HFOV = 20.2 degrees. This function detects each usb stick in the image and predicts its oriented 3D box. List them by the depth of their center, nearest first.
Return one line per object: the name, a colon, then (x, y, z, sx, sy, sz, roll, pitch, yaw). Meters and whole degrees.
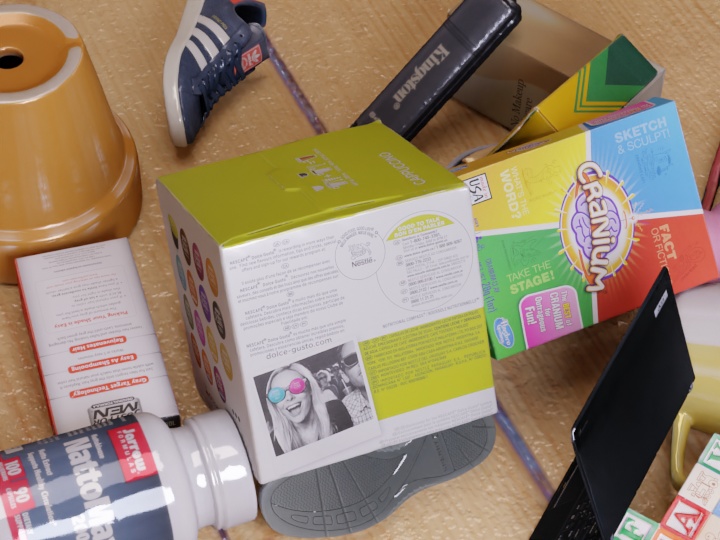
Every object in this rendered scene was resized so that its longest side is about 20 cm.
usb stick: (0.067, -0.178, 1.833, 0.200, 0.033, 0.055, -47, 69, 12)

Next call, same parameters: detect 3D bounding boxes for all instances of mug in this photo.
mug: (0.305, 0.082, 1.614, 0.153, 0.150, 0.187, 9, 30, 17)

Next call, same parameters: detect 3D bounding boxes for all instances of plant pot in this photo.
plant pot: (-0.294, -0.122, 1.747, 0.200, 0.183, 0.200, 1, 48, -1)

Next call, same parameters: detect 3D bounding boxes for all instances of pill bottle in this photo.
pill bottle: (-0.187, 0.173, 1.530, 0.200, 0.120, 0.120, -16, 51, -15)

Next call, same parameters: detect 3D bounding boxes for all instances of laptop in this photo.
laptop: (0.170, 0.121, 1.521, 0.103, 0.200, 0.177, 43, 54, -10)

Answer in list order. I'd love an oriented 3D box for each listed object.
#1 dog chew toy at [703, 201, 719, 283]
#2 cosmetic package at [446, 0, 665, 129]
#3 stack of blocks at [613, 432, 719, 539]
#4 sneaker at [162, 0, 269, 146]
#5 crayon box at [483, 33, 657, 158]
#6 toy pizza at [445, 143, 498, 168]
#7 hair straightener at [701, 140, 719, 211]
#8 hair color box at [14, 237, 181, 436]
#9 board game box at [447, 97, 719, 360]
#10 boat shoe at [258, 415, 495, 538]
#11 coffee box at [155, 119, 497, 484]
dog chew toy: (0.342, -0.014, 1.707, 0.200, 0.125, 0.125, -1, 48, -8)
cosmetic package: (0.175, -0.176, 1.866, 0.200, 0.105, 0.071, 30, 52, 25)
stack of blocks: (0.240, 0.224, 1.499, 0.115, 0.059, 0.200, 28, 72, 21)
sneaker: (-0.131, -0.193, 1.888, 0.084, 0.075, 0.200, 3, 48, 7)
crayon box: (0.158, -0.111, 1.703, 0.051, 0.127, 0.200, 48, 44, 2)
toy pizza: (0.166, -0.050, 1.766, 0.200, 0.032, 0.200, 13, 41, -11)
hair straightener: (0.345, -0.064, 1.813, 0.077, 0.041, 0.200, 16, 50, 13)
hair color box: (-0.217, 0.070, 1.661, 0.101, 0.061, 0.200, -11, 48, -11)
board game box: (0.171, -0.035, 1.597, 0.200, 0.153, 0.040, -20, 13, -12)
boat shoe: (0.008, 0.151, 1.597, 0.202, 0.075, 0.065, -24, 18, -18)
coffee box: (-0.028, 0.017, 1.580, 0.200, 0.198, 0.200, -15, 22, -15)
